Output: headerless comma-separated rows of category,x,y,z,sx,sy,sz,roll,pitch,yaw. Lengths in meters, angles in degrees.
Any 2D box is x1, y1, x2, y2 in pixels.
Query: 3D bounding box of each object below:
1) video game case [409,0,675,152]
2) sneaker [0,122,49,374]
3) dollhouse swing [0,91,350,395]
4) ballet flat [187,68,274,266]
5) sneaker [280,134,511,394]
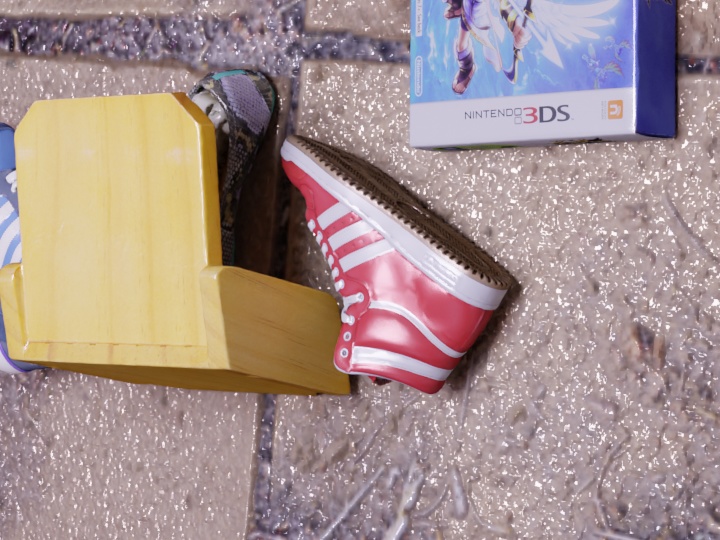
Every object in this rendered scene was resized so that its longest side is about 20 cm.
video game case,0.111,-0.178,1.507,0.181,0.045,0.201,-1,88,41
sneaker,-0.218,-0.029,1.791,0.146,0.080,0.201,-16,75,33
dollhouse swing,-0.124,-0.015,1.636,0.199,0.181,0.177,-1,80,38
ballet flat,-0.119,-0.048,1.699,0.072,0.072,0.201,27,107,39
sneaker,0.000,0.000,1.587,0.200,0.071,0.113,40,112,33
